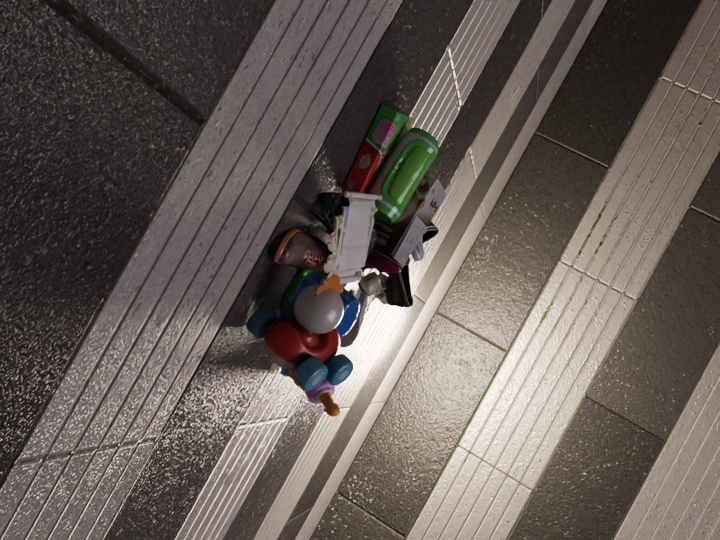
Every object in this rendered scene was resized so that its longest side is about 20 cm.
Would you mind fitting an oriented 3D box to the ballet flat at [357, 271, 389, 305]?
[{"bbox_3d":[0.055,0.043,1.843,0.062,0.068,0.200,-36,163,11],"label":"ballet flat"}]

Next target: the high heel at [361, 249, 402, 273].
[{"bbox_3d":[0.000,0.000,1.658,0.067,0.199,0.097,33,79,-48],"label":"high heel"}]

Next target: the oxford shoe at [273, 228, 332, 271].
[{"bbox_3d":[-0.104,-0.035,1.466,0.072,0.073,0.200,-64,165,14],"label":"oxford shoe"}]

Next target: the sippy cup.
[{"bbox_3d":[-0.076,0.075,1.619,0.140,0.130,0.178,-56,157,-7],"label":"sippy cup"}]

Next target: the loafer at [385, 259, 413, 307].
[{"bbox_3d":[0.097,-0.008,1.773,0.072,0.063,0.201,-28,123,-47],"label":"loafer"}]

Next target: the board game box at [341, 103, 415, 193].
[{"bbox_3d":[0.040,-0.248,1.626,0.201,0.040,0.153,-64,166,13],"label":"board game box"}]

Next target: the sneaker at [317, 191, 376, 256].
[{"bbox_3d":[-0.044,-0.096,1.556,0.079,0.089,0.200,-62,146,-17],"label":"sneaker"}]

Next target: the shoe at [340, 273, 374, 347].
[{"bbox_3d":[-0.004,0.102,1.947,0.091,0.071,0.201,-24,136,-58],"label":"shoe"}]

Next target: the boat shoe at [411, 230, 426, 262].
[{"bbox_3d":[0.127,-0.120,1.756,0.066,0.201,0.074,-17,164,9],"label":"boat shoe"}]

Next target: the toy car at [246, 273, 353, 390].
[{"bbox_3d":[-0.081,0.093,1.463,0.176,0.184,0.201,2,126,-57],"label":"toy car"}]

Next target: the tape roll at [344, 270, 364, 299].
[{"bbox_3d":[-0.069,0.074,1.801,0.203,0.071,0.203,-55,164,-24],"label":"tape roll"}]

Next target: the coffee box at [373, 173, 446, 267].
[{"bbox_3d":[0.088,-0.123,1.687,0.201,0.114,0.080,-59,150,-9],"label":"coffee box"}]

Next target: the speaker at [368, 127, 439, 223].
[{"bbox_3d":[0.088,-0.204,1.623,0.201,0.088,0.088,-59,166,-9],"label":"speaker"}]

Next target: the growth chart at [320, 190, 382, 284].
[{"bbox_3d":[-0.019,-0.064,1.510,0.144,0.018,0.201,7,98,-55],"label":"growth chart"}]

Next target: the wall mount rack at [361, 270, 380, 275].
[{"bbox_3d":[0.021,-0.081,1.831,0.200,0.074,0.175,68,20,-73],"label":"wall mount rack"}]

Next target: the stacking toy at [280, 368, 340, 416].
[{"bbox_3d":[-0.098,0.269,1.787,0.115,0.200,0.110,-3,130,-33],"label":"stacking toy"}]

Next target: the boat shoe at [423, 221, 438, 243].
[{"bbox_3d":[0.130,-0.079,1.945,0.200,0.062,0.073,-36,156,-42],"label":"boat shoe"}]
